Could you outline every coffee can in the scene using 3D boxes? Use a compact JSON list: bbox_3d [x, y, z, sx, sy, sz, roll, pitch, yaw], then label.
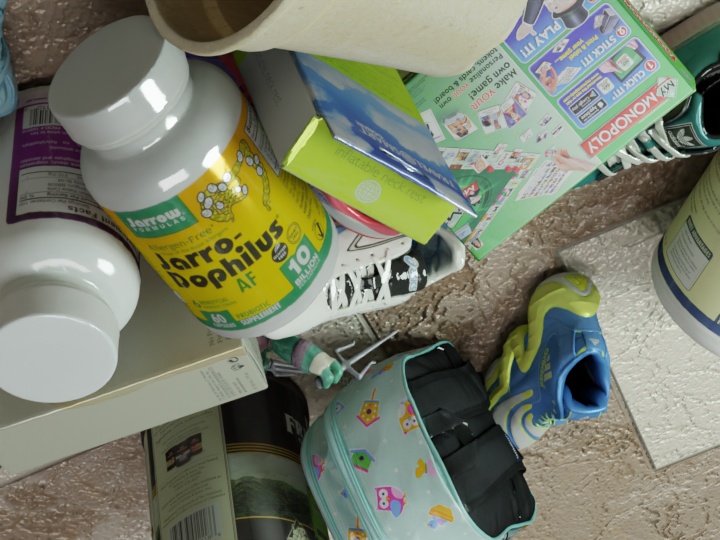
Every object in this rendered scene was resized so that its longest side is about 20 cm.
[{"bbox_3d":[-0.100,0.199,1.240,0.144,0.201,0.147,-7,136,-7],"label":"coffee can"}]

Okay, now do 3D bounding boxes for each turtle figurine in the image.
[{"bbox_3d":[-0.080,0.053,1.180,0.198,0.102,0.150,-18,-178,-16],"label":"turtle figurine"}]

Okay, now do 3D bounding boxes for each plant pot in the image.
[{"bbox_3d":[0.000,-0.201,0.899,0.182,0.202,0.201,13,131,-39],"label":"plant pot"}]

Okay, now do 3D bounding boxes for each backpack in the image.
[{"bbox_3d":[0.041,0.155,1.209,0.152,0.178,0.200,-25,174,9],"label":"backpack"}]

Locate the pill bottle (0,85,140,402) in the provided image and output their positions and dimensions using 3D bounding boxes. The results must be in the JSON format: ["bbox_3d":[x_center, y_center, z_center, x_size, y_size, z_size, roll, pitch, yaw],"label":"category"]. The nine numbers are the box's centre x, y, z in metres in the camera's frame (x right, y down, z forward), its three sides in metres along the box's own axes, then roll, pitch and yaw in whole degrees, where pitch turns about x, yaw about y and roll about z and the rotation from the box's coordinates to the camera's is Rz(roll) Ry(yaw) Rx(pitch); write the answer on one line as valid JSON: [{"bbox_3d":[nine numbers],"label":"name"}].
[{"bbox_3d":[-0.199,-0.017,1.001,0.111,0.202,0.113,-4,137,-4],"label":"pill bottle"}]

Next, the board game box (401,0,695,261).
[{"bbox_3d":[0.113,-0.116,1.066,0.199,0.029,0.135,-38,104,23],"label":"board game box"}]

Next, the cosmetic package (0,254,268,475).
[{"bbox_3d":[-0.175,0.057,1.082,0.198,0.104,0.073,-19,150,2],"label":"cosmetic package"}]

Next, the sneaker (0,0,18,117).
[{"bbox_3d":[-0.247,-0.140,0.974,0.081,0.075,0.200,13,138,-34],"label":"sneaker"}]

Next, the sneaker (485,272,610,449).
[{"bbox_3d":[0.154,0.102,1.274,0.075,0.106,0.202,0,133,-13],"label":"sneaker"}]

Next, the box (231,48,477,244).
[{"bbox_3d":[-0.010,-0.098,0.970,0.121,0.201,0.048,26,115,-33],"label":"box"}]

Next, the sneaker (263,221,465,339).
[{"bbox_3d":[0.000,0.000,1.102,0.199,0.072,0.073,-24,117,-44],"label":"sneaker"}]

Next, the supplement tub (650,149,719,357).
[{"bbox_3d":[0.321,-0.042,1.145,0.143,0.146,0.201,8,132,-21],"label":"supplement tub"}]

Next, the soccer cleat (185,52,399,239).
[{"bbox_3d":[-0.042,-0.089,1.034,0.199,0.076,0.067,37,80,-20],"label":"soccer cleat"}]

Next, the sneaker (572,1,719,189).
[{"bbox_3d":[0.213,-0.111,1.096,0.199,0.080,0.071,-36,131,21],"label":"sneaker"}]

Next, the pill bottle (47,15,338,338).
[{"bbox_3d":[-0.104,-0.058,0.957,0.112,0.114,0.201,-25,132,12],"label":"pill bottle"}]
